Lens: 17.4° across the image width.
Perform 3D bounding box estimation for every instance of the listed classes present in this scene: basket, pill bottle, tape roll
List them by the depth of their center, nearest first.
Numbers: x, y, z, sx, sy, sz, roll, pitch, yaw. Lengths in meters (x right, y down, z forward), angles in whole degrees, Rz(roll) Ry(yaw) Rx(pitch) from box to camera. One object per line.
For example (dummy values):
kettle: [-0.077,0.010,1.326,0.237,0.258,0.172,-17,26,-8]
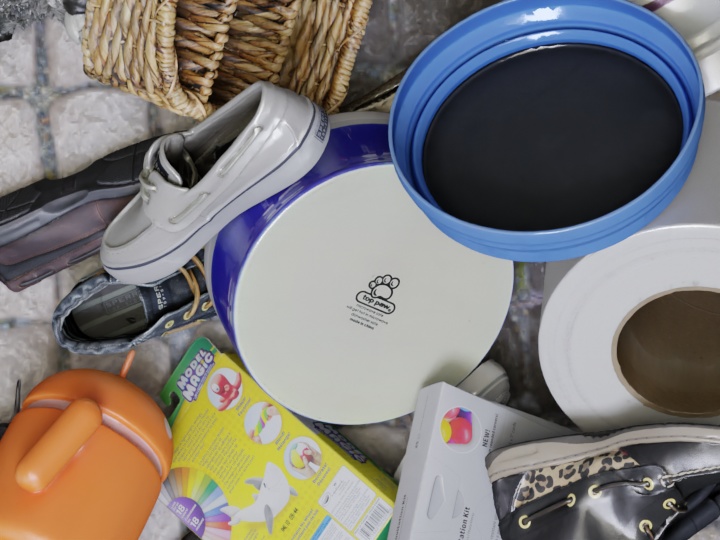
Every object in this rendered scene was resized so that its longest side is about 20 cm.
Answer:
tape roll: [0.219,0.010,1.535,0.201,0.140,0.204,4,129,5]
basket: [-0.078,-0.196,1.543,0.148,0.143,0.201,23,99,19]
pill bottle: [0.191,-0.212,1.551,0.112,0.112,0.201,-28,97,9]

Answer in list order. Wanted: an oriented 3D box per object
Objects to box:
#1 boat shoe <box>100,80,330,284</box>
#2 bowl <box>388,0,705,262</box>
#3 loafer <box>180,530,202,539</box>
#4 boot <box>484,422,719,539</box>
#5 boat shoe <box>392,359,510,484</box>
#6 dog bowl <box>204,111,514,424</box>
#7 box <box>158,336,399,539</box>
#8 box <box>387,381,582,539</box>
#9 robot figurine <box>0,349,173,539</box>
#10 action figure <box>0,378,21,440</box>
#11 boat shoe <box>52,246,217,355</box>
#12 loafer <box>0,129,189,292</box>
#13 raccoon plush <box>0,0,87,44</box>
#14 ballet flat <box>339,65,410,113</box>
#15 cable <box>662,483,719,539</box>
boat shoe: [-0.110,-0.059,1.526,0.199,0.072,0.066,-29,134,35]
bowl: [0.117,-0.090,1.476,0.199,0.202,0.039,-12,141,7]
loafer: [-0.054,0.261,1.667,0.199,0.071,0.073,27,124,5]
boot: [0.174,0.176,1.483,0.199,0.073,0.152,-7,75,22]
boat shoe: [0.057,0.157,1.639,0.068,0.072,0.201,36,101,16]
dog bowl: [0.000,0.000,1.579,0.198,0.079,0.201,-8,121,-14]
box: [-0.067,0.146,1.641,0.200,0.048,0.118,40,103,20]
box: [0.117,0.180,1.575,0.199,0.041,0.157,20,71,-22]
robot figurine: [-0.197,0.150,1.592,0.116,0.201,0.144,-3,140,38]
action figure: [-0.276,0.180,1.665,0.118,0.102,0.201,28,102,-15]
boat shoe: [-0.116,0.008,1.626,0.199,0.091,0.071,-23,97,8]
loafer: [-0.175,-0.041,1.643,0.199,0.072,0.063,-18,118,14]
raccoon plush: [-0.227,-0.240,1.597,0.133,0.097,0.201,-21,97,0]
ballet flat: [0.021,-0.096,1.605,0.199,0.046,0.068,-35,92,0]
cable: [0.240,0.207,1.585,0.051,0.199,0.165,-4,84,47]
